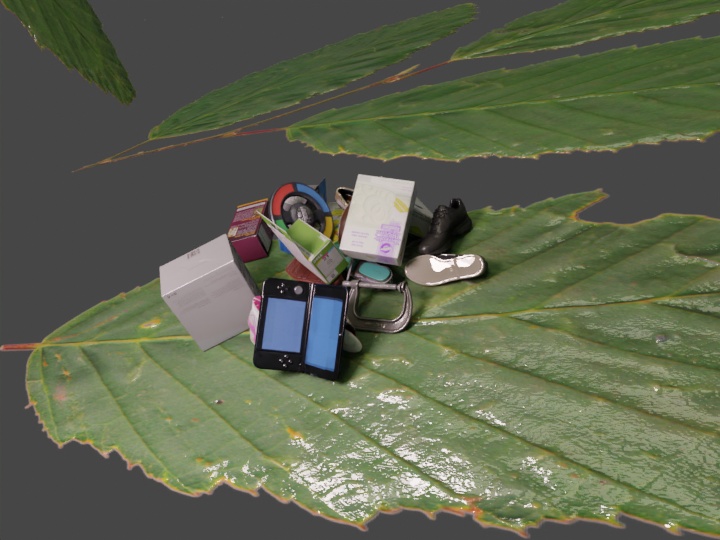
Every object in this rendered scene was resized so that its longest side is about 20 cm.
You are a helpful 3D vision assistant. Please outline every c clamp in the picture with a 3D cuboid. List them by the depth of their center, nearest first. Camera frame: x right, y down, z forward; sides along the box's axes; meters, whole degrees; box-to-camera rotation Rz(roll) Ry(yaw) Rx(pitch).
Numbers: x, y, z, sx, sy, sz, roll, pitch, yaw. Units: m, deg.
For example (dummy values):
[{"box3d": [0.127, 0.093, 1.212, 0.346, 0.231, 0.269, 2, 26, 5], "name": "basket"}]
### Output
[{"box3d": [0.036, 0.057, 1.257, 0.199, 0.027, 0.172, 9, 75, 32], "name": "c clamp"}]

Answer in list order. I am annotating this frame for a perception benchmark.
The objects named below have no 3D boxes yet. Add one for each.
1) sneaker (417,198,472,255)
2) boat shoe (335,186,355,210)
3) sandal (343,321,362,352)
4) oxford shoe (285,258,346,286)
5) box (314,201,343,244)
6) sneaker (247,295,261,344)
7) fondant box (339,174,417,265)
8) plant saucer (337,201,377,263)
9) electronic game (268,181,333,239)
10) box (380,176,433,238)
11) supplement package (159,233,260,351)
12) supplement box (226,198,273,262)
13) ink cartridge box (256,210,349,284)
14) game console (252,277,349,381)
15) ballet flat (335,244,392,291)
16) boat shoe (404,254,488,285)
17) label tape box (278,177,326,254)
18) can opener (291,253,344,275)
[{"box3d": [0.198, -0.109, 1.351, 0.076, 0.091, 0.200, 4, 36, 42], "name": "sneaker"}, {"box3d": [0.013, -0.166, 1.505, 0.199, 0.068, 0.075, 27, 79, 18], "name": "boat shoe"}, {"box3d": [-0.071, 0.125, 1.245, 0.206, 0.079, 0.059, 12, 50, 41], "name": "sandal"}, {"box3d": [-0.114, 0.021, 1.399, 0.200, 0.075, 0.071, 21, 67, 42], "name": "oxford shoe"}, {"box3d": [-0.071, -0.121, 1.568, 0.117, 0.048, 0.200, 1, 42, 28], "name": "box"}, {"box3d": [-0.209, 0.157, 1.292, 0.081, 0.088, 0.200, 2, 42, -35], "name": "sneaker"}, {"box3d": [0.045, -0.122, 1.312, 0.144, 0.058, 0.201, 10, 74, 13], "name": "fondant box"}, {"box3d": [0.018, -0.099, 1.419, 0.200, 0.034, 0.201, -8, 79, 45], "name": "plant saucer"}, {"box3d": [-0.155, -0.143, 1.456, 0.042, 0.200, 0.200, -27, 26, 47], "name": "electronic game"}, {"box3d": [0.117, -0.167, 1.455, 0.060, 0.116, 0.200, -58, 34, 19], "name": "box"}, {"box3d": [-0.371, 0.055, 1.392, 0.191, 0.200, 0.147, -26, 37, -4], "name": "supplement package"}, {"box3d": [-0.332, -0.122, 1.678, 0.110, 0.086, 0.200, -13, 38, 14], "name": "supplement box"}, {"box3d": [-0.134, -0.075, 1.292, 0.076, 0.200, 0.148, -45, 44, -9], "name": "ink cartridge box"}, {"box3d": [-0.129, 0.122, 1.165, 0.170, 0.201, 0.118, 8, -3, -16], "name": "game console"}, {"box3d": [0.000, 0.000, 1.358, 0.200, 0.072, 0.072, 28, 60, 34], "name": "ballet flat"}, {"box3d": [0.202, -0.003, 1.285, 0.199, 0.073, 0.063, -5, -2, 32], "name": "boat shoe"}, {"box3d": [-0.168, -0.164, 1.583, 0.063, 0.145, 0.200, 17, 49, 14], "name": "label tape box"}, {"box3d": [-0.113, -0.021, 1.464, 0.199, 0.053, 0.067, 8, 47, 37], "name": "can opener"}]
